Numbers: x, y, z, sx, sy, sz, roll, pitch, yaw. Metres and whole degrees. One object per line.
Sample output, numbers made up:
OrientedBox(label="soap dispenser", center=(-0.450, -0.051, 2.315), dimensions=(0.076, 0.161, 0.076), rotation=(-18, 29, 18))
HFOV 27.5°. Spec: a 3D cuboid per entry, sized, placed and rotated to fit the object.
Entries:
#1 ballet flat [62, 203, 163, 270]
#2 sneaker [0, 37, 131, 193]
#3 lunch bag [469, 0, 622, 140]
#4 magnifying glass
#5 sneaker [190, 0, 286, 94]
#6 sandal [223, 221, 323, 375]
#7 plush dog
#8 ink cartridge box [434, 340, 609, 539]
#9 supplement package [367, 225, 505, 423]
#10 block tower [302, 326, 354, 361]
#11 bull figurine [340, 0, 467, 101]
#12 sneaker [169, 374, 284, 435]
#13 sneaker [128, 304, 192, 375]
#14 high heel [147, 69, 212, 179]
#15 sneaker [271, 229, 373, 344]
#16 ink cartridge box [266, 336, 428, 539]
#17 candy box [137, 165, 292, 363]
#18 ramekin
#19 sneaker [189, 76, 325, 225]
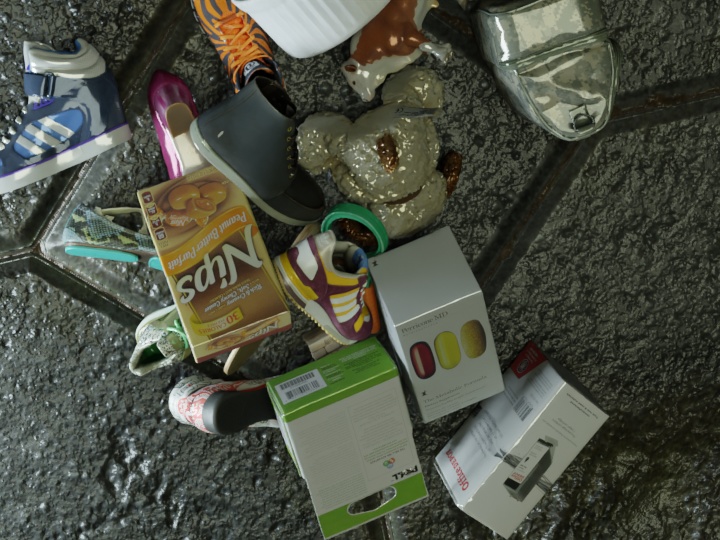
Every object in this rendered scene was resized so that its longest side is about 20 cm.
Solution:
OrientedBox(label="ballet flat", center=(-0.247, -0.036, 1.723), dimensions=(0.198, 0.074, 0.075), rotation=(13, 103, -16))
OrientedBox(label="sneaker", center=(-0.369, -0.181, 1.659), dimensions=(0.198, 0.081, 0.148), rotation=(-22, 99, 1))
OrientedBox(label="lunch bag", center=(0.215, -0.239, 1.675), dimensions=(0.138, 0.200, 0.170), rotation=(-17, 104, -2))
OrientedBox(label="magnifying glass", center=(0.000, 0.000, 1.744), dimensions=(0.079, 0.023, 0.201), rotation=(11, 139, 20))
OrientedBox(label="sneaker", center=(-0.128, -0.253, 1.655), dimensions=(0.077, 0.112, 0.202), rotation=(-28, 108, -1))
OrientedBox(label="sandal", center=(-0.123, 0.018, 1.762), dimensions=(0.069, 0.078, 0.213), rotation=(36, 101, 13))
OrientedBox(label="plush dog", center=(0.042, -0.113, 1.717), dimensions=(0.198, 0.161, 0.173), rotation=(-29, 131, -1))
OrientedBox(label="ink cartridge box", center=(0.195, 0.208, 1.816), dimensions=(0.083, 0.147, 0.201), rotation=(36, 98, -18))
OrientedBox(label="supplement package", center=(0.089, 0.066, 1.734), dimensions=(0.113, 0.110, 0.201), rotation=(-22, 140, -2))
OrientedBox(label="block tower", center=(-0.004, 0.149, 1.815), dimensions=(0.057, 0.054, 0.202), rotation=(-27, 107, -2))
OrientedBox(label="bull figurine", center=(0.053, -0.286, 1.671), dimensions=(0.120, 0.065, 0.202), rotation=(14, 82, 7))
OrientedBox(label="sneaker", center=(-0.137, 0.155, 1.789), dimensions=(0.200, 0.107, 0.068), rotation=(-4, 100, -46))
OrientedBox(label="sneaker", center=(-0.198, 0.069, 1.703), dimensions=(0.077, 0.089, 0.199), rotation=(44, 125, -12))
OrientedBox(label="high heel", center=(-0.205, -0.135, 1.719), dimensions=(0.067, 0.096, 0.201), rotation=(-23, 128, -6))
OrientedBox(label="sneaker", center=(-0.017, 0.020, 1.687), dimensions=(0.090, 0.076, 0.200), rotation=(-31, 149, 14))
OrientedBox(label="ink cartridge box", center=(-0.014, 0.203, 1.757), dimensions=(0.146, 0.076, 0.202), rotation=(-21, 123, -10))
OrientedBox(label="candy box", center=(-0.162, -0.012, 1.633), dimensions=(0.114, 0.055, 0.202), rotation=(-20, 67, -7))
OrientedBox(label="ramekin", center=(-0.037, -0.326, 1.611), dimensions=(0.200, 0.201, 0.098), rotation=(-41, 114, 3))
OrientedBox(label="sneaker", center=(-0.085, -0.128, 1.636), dimensions=(0.106, 0.075, 0.199), rotation=(-32, 134, 26))
